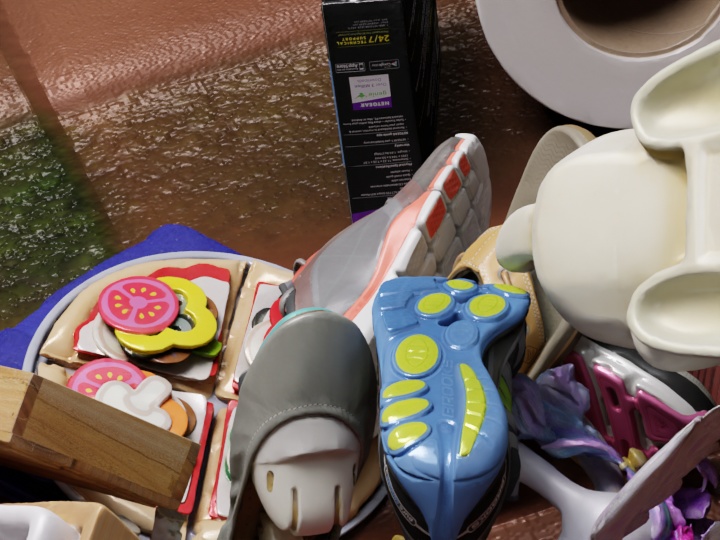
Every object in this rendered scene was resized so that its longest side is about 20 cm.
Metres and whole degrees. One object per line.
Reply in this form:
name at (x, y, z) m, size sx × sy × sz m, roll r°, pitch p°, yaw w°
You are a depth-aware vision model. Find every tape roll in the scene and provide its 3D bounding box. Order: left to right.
tape roll at (0.159, -0.205, 1.621) m, size 0.201 × 0.204 × 0.139 m, roll -9°, pitch 33°, yaw 0°

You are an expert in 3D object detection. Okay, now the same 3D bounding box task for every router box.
router box at (0.015, -0.142, 1.608) m, size 0.051 × 0.150 × 0.201 m, roll -3°, pitch 34°, yaw 7°

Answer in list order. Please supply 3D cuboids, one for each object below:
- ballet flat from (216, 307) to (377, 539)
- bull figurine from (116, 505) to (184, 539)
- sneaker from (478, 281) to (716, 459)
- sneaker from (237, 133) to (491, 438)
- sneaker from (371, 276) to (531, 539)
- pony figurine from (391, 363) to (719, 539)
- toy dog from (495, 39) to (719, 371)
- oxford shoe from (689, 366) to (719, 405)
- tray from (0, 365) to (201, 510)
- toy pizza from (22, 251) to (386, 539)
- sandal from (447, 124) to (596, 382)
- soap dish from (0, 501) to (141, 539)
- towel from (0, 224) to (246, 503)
ballet flat at (-0.028, 0.110, 1.215) m, size 0.067 × 0.201 × 0.064 m, roll 1°, pitch 38°, yaw -20°
bull figurine at (-0.114, 0.178, 1.219) m, size 0.065 × 0.122 × 0.200 m, roll 17°, pitch 23°, yaw -42°
sneaker at (0.120, 0.034, 1.391) m, size 0.087 × 0.074 × 0.199 m, roll -35°, pitch 36°, yaw -24°
sneaker at (0.000, 0.000, 1.370) m, size 0.081 × 0.077 × 0.200 m, roll 11°, pitch 48°, yaw 27°
sneaker at (0.036, 0.061, 1.187) m, size 0.070 × 0.083 × 0.200 m, roll 4°, pitch 28°, yaw 3°
pony figurine at (0.112, 0.127, 1.217) m, size 0.193 × 0.166 × 0.200 m, roll -48°, pitch 44°, yaw 1°
toy dog at (0.179, 0.007, 1.228) m, size 0.193 × 0.199 × 0.141 m, roll -21°, pitch 63°, yaw 35°
oxford shoe at (0.235, 0.060, 1.354) m, size 0.074 × 0.071 × 0.199 m, roll -2°, pitch 19°, yaw -45°
tray at (-0.173, 0.069, 1.275) m, size 0.199 × 0.098 × 0.037 m, roll 9°, pitch 76°, yaw 52°
toy pizza at (-0.071, 0.060, 1.374) m, size 0.199 × 0.032 × 0.201 m, roll 7°, pitch 47°, yaw -7°
sandal at (0.065, 0.022, 1.332) m, size 0.054 × 0.201 × 0.080 m, roll 21°, pitch 11°, yaw -38°
soap dish at (-0.144, 0.194, 1.098) m, size 0.081 × 0.201 × 0.157 m, roll 23°, pitch -13°, yaw -20°
towel at (-0.119, 0.059, 1.440) m, size 0.147 × 0.050 × 0.200 m, roll 27°, pitch 47°, yaw 31°
